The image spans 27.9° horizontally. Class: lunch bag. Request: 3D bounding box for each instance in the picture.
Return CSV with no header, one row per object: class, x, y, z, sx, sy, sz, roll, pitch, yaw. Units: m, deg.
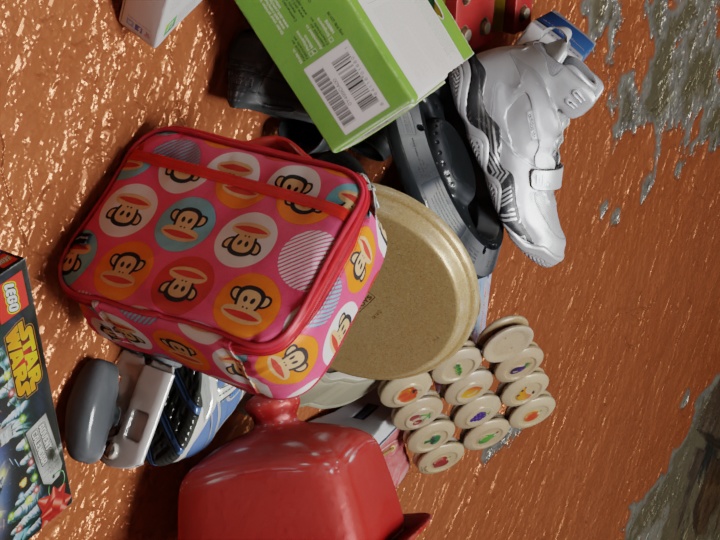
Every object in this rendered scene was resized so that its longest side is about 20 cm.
lunch bag,-0.085,-0.019,0.978,0.177,0.199,0.082,-61,150,-26

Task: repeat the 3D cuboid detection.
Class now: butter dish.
butter dish,-0.060,0.168,1.141,0.200,0.198,0.149,-9,92,-75

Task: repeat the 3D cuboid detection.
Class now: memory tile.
memory tile,0.103,0.120,1.342,0.153,0.017,0.200,-26,145,0

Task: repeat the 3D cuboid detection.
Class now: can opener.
can opener,-0.155,0.045,1.041,0.067,0.053,0.201,28,80,-61

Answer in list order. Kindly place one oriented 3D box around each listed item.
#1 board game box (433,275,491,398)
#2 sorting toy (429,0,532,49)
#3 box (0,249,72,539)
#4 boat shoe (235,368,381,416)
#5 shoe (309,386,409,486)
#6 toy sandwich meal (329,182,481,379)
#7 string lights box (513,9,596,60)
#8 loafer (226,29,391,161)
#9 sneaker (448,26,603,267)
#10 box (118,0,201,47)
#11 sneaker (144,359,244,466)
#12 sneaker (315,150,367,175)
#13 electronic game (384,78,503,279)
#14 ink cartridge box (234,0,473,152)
board game box,0.088,-0.019,1.366,0.201,0.041,0.200,-77,161,-44
sorting toy,0.102,-0.294,1.288,0.200,0.069,0.200,-29,129,-51
box,-0.254,0.103,0.914,0.137,0.040,0.201,-42,138,-45
boat shoe,-0.053,0.080,1.229,0.072,0.060,0.200,-37,160,26
shoe,-0.008,0.178,1.347,0.200,0.071,0.092,-31,128,-55
toy sandwich meal,0.000,0.000,1.142,0.070,0.204,0.206,-64,155,-52
string lights box,0.162,-0.183,1.363,0.103,0.059,0.200,-53,178,19
loafer,-0.039,-0.122,1.138,0.200,0.068,0.071,28,79,-54
sneaker,0.160,-0.107,1.236,0.201,0.114,0.075,66,21,-8
box,-0.087,-0.250,0.923,0.145,0.036,0.200,-53,177,-32
sneaker,-0.114,0.052,1.107,0.201,0.075,0.077,-64,158,4
sneaker,-0.001,-0.015,1.273,0.108,0.067,0.202,-97,166,-76
electronic game,0.068,-0.088,1.212,0.200,0.041,0.201,52,26,-39
ink cartridge box,0.001,-0.189,1.096,0.148,0.076,0.200,57,24,-5
